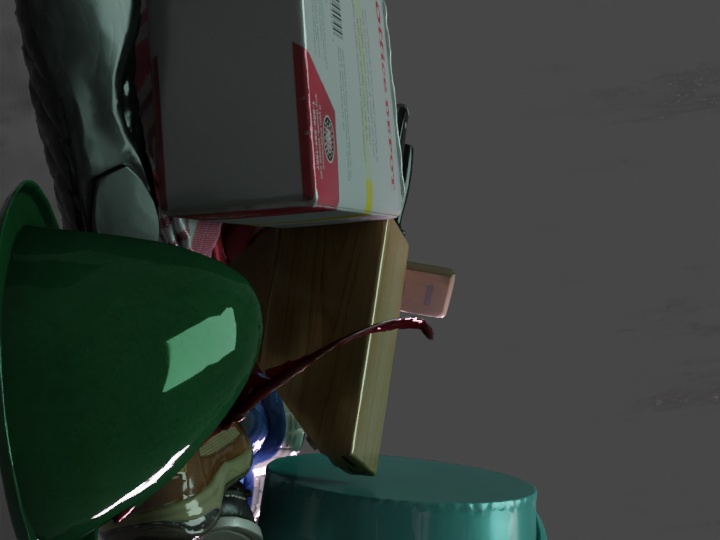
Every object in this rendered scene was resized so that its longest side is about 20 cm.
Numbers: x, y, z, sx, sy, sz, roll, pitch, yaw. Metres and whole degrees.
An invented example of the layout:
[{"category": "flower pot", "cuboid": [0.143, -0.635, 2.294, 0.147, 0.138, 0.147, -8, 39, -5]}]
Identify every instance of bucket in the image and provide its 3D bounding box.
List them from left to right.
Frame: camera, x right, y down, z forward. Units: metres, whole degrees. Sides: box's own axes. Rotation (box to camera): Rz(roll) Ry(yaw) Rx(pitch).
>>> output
[{"category": "bucket", "cuboid": [0.022, 0.197, 0.877, 0.207, 0.205, 0.136, -151, -114, -87]}]

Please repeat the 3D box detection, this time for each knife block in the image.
[{"category": "knife block", "cuboid": [0.000, 0.000, 0.860, 0.200, 0.175, 0.064, 51, 0, 24]}]

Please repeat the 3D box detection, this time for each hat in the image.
[{"category": "hat", "cuboid": [-0.048, 0.031, 0.579, 0.201, 0.174, 0.167, -98, -178, -56]}]

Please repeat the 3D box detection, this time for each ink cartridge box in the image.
[{"category": "ink cartridge box", "cuboid": [-0.040, -0.099, 0.746, 0.200, 0.083, 0.147, 1, 84, -76]}]

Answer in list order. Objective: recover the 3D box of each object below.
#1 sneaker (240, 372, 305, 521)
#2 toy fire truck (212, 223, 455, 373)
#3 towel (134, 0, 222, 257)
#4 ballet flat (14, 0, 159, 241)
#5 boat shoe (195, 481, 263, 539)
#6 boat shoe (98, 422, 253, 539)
[{"category": "sneaker", "cuboid": [-0.105, 0.125, 0.985, 0.200, 0.088, 0.079, 119, -27, -50]}, {"category": "toy fire truck", "cuboid": [-0.044, 0.019, 0.989, 0.199, 0.128, 0.177, 34, -36, 35]}, {"category": "towel", "cuboid": [-0.099, -0.113, 0.763, 0.147, 0.030, 0.201, -65, 148, -50]}, {"category": "ballet flat", "cuboid": [-0.136, -0.093, 0.649, 0.057, 0.066, 0.202, 8, -72, 46]}, {"category": "boat shoe", "cuboid": [-0.098, 0.147, 0.842, 0.200, 0.073, 0.061, 102, -18, -74]}, {"category": "boat shoe", "cuboid": [-0.102, 0.087, 0.747, 0.200, 0.075, 0.075, -114, -168, -83]}]
